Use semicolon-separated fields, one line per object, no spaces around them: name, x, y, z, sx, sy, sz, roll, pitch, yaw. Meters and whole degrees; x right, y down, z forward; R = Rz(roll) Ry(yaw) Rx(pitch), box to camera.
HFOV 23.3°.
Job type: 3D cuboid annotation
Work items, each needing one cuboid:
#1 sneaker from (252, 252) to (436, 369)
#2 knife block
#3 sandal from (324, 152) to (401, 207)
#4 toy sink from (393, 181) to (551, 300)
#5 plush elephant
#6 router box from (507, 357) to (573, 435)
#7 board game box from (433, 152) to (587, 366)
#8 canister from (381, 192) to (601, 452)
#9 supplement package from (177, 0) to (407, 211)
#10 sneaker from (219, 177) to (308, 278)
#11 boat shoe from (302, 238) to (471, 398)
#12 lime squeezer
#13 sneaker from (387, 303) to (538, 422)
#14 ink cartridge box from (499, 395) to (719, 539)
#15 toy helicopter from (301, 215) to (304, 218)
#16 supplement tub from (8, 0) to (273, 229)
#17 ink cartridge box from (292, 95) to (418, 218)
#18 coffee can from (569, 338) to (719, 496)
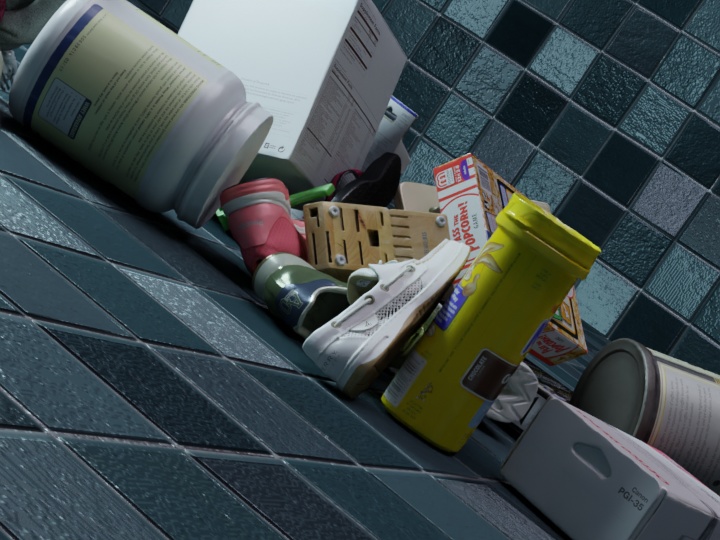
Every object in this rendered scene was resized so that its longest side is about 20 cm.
sneaker;0.005;0.052;1.476;0.200;0.067;0.090;24;12;-30
knife block;0.000;0.000;1.640;0.200;0.064;0.176;4;-21;-32
sandal;-0.007;-0.072;1.777;0.045;0.075;0.200;15;23;13
toy sink;0.133;-0.017;1.869;0.130;0.112;0.200;9;61;-41
plush elephant;-0.345;-0.238;1.534;0.165;0.200;0.155;22;26;16
router box;0.169;0.128;1.783;0.149;0.051;0.200;36;6;33
board game box;0.150;-0.007;1.717;0.200;0.046;0.152;32;43;-51
canister;0.106;0.043;1.428;0.086;0.200;0.149;35;7;5
supplement package;-0.088;-0.186;1.813;0.191;0.200;0.147;15;-17;27
sneaker;-0.075;-0.008;1.584;0.200;0.074;0.087;47;30;-63
boat shoe;0.022;0.021;1.400;0.069;0.071;0.200;36;41;8
lime squeezer;-0.121;-0.071;1.742;0.200;0.071;0.038;8;-27;42
sneaker;0.063;0.065;1.628;0.199;0.080;0.130;25;2;-19
ink cartridge box;0.228;0.195;1.442;0.200;0.083;0.146;28;9;-47
toy helicopter;-0.039;-0.016;1.816;0.200;0.079;0.132;26;8;40
supplement tub;-0.193;-0.142;1.547;0.200;0.145;0.145;35;6;2
ink cartridge box;-0.009;-0.101;1.925;0.037;0.200;0.095;28;10;-39
coffee can;0.312;0.165;1.648;0.200;0.147;0.146;21;10;-18
